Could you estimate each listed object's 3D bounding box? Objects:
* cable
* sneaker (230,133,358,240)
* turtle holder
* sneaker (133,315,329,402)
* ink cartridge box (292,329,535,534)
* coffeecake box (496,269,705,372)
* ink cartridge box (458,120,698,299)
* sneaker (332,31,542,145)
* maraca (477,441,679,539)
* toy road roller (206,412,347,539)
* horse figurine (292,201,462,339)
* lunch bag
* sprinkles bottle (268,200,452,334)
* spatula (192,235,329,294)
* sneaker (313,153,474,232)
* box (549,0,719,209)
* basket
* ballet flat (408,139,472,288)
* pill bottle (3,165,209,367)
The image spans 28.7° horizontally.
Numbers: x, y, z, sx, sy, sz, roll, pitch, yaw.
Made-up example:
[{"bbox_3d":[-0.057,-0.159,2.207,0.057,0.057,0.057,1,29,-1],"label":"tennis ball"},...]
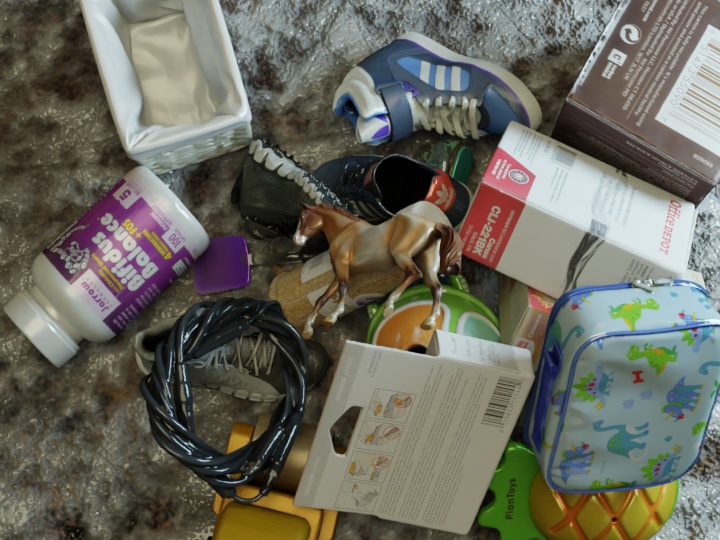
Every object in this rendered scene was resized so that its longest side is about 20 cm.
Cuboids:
[{"bbox_3d":[-0.122,0.108,1.325,0.162,0.051,0.201,34,55,-17],"label":"cable"},{"bbox_3d":[-0.072,-0.061,1.414,0.091,0.066,0.200,-57,41,6],"label":"sneaker"},{"bbox_3d":[0.077,0.111,1.365,0.139,0.187,0.132,-4,34,1],"label":"turtle holder"},{"bbox_3d":[-0.131,0.085,1.391,0.197,0.116,0.076,2,78,1],"label":"sneaker"},{"bbox_3d":[0.044,0.143,1.279,0.174,0.201,0.045,12,33,-10],"label":"ink cartridge box"},{"bbox_3d":[0.237,0.044,1.359,0.198,0.074,0.154,16,34,-8],"label":"coffeecake box"},{"bbox_3d":[0.203,-0.041,1.314,0.198,0.145,0.084,25,122,5],"label":"ink cartridge box"},{"bbox_3d":[0.067,-0.156,1.430,0.199,0.081,0.146,32,60,28],"label":"sneaker"},{"bbox_3d":[0.211,0.215,1.360,0.197,0.107,0.139,-2,108,-6],"label":"maraca"},{"bbox_3d":[-0.085,0.238,1.342,0.121,0.146,0.202,13,78,3],"label":"toy road roller"},{"bbox_3d":[0.018,-0.008,1.259,0.198,0.050,0.134,-7,53,34],"label":"horse figurine"},{"bbox_3d":[0.229,0.102,1.238,0.159,0.202,0.083,-5,39,-13],"label":"lunch bag"},{"bbox_3d":[0.000,0.000,1.370,0.199,0.068,0.069,-26,75,37],"label":"sprinkles bottle"},{"bbox_3d":[-0.077,-0.014,1.460,0.197,0.021,0.057,-7,84,-2],"label":"spatula"},{"bbox_3d":[0.018,-0.088,1.406,0.198,0.084,0.076,10,78,37],"label":"sneaker"},{"bbox_3d":[0.297,-0.164,1.398,0.163,0.200,0.167,30,79,6],"label":"box"},{"bbox_3d":[-0.197,-0.211,1.452,0.134,0.123,0.202,-17,77,-3],"label":"basket"},{"bbox_3d":[0.064,-0.038,1.450,0.073,0.074,0.202,14,76,3],"label":"ballet flat"},{"bbox_3d":[-0.257,0.000,1.413,0.200,0.112,0.112,-44,81,-8],"label":"pill bottle"}]
